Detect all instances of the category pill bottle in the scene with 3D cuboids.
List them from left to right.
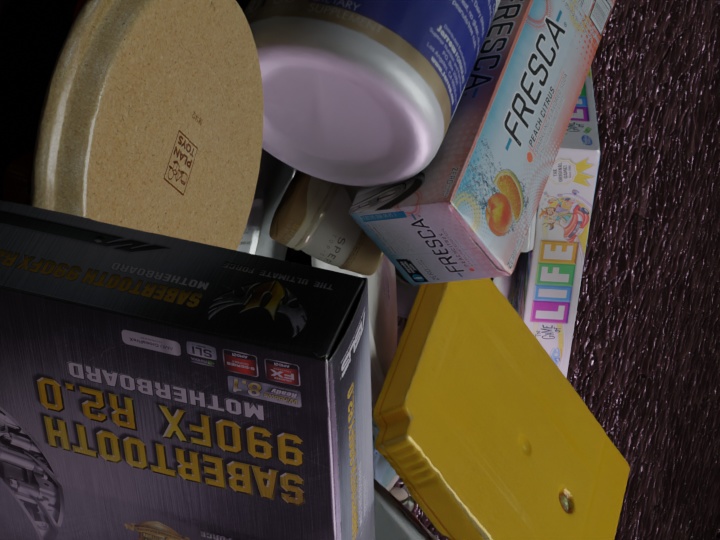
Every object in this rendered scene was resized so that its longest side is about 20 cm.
[{"bbox_3d":[0.015,-0.151,1.092,0.116,0.116,0.200,79,28,-54],"label":"pill bottle"}]

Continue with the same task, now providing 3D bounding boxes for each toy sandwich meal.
[{"bbox_3d":[-0.110,-0.048,0.964,0.205,0.070,0.205,11,90,-67],"label":"toy sandwich meal"}]

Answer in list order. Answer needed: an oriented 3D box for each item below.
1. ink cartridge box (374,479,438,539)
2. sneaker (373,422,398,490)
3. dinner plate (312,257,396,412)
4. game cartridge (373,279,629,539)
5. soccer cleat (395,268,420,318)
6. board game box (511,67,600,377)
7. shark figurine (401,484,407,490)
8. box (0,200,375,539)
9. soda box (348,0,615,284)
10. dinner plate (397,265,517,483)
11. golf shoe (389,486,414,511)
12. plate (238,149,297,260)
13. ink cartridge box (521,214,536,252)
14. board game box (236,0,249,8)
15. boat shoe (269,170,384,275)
[{"bbox_3d":[0.047,0.225,1.258,0.084,0.200,0.176,-42,149,1],"label":"ink cartridge box"},{"bbox_3d":[-0.007,0.112,1.357,0.200,0.074,0.082,-58,177,-45],"label":"sneaker"},{"bbox_3d":[0.000,0.000,1.278,0.200,0.024,0.200,-4,90,-82],"label":"dinner plate"},{"bbox_3d":[0.086,0.108,1.287,0.200,0.032,0.176,52,34,-21],"label":"game cartridge"},{"bbox_3d":[0.066,-0.061,1.470,0.078,0.069,0.200,111,1,-76],"label":"soccer cleat"},{"bbox_3d":[0.123,-0.031,1.409,0.134,0.034,0.200,-88,-178,-55],"label":"board game box"},{"bbox_3d":[0.062,0.133,1.535,0.128,0.090,0.214,-47,-159,-6],"label":"shark figurine"},{"bbox_3d":[-0.095,0.053,0.858,0.048,0.200,0.158,-63,160,-44],"label":"box"},{"bbox_3d":[0.067,-0.091,1.134,0.064,0.068,0.200,49,50,-36],"label":"soda box"},{"bbox_3d":[0.069,0.051,1.442,0.200,0.024,0.200,-158,-90,-87],"label":"dinner plate"},{"bbox_3d":[0.012,0.225,1.370,0.078,0.097,0.200,71,5,-66],"label":"golf shoe"},{"bbox_3d":[-0.077,-0.017,1.138,0.200,0.032,0.200,-8,111,-72],"label":"plate"},{"bbox_3d":[0.072,-0.128,1.325,0.146,0.086,0.200,-85,177,-72],"label":"ink cartridge box"},{"bbox_3d":[-0.051,-0.190,1.084,0.200,0.023,0.105,-50,149,-56],"label":"board game box"},{"bbox_3d":[0.020,-0.080,1.185,0.200,0.069,0.074,-62,-171,-28],"label":"boat shoe"}]
